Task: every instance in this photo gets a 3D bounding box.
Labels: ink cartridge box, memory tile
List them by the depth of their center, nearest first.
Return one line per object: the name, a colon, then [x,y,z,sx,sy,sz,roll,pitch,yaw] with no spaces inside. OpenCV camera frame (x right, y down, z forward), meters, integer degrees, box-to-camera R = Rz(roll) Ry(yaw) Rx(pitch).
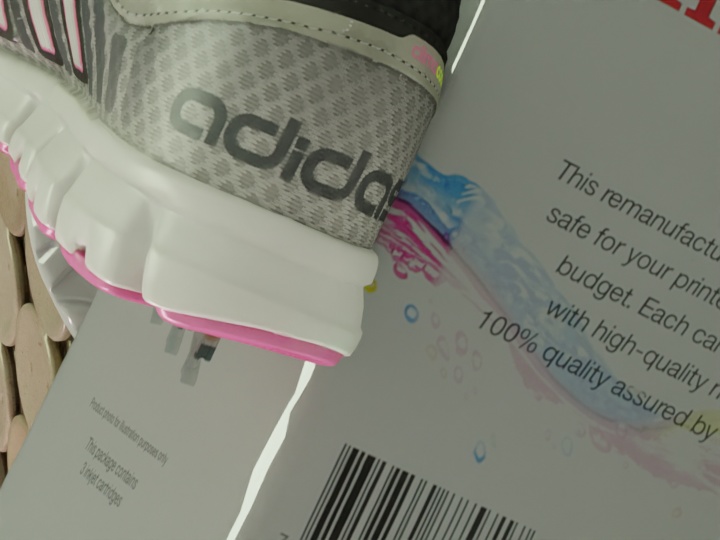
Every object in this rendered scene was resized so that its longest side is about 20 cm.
ink cartridge box: [0.033,0.020,0.577,0.201,0.145,0.145,-63,22,0]
memory tile: [-0.120,0.020,0.936,0.154,0.017,0.200,-117,28,-43]

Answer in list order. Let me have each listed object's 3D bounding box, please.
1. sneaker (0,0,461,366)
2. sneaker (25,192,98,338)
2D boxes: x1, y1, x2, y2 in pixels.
sneaker: [-0.034,-0.055,0.519,0.088,0.074,0.200,-61,28,9]
sneaker: [-0.050,0.013,0.755,0.099,0.078,0.201,-159,54,-76]
